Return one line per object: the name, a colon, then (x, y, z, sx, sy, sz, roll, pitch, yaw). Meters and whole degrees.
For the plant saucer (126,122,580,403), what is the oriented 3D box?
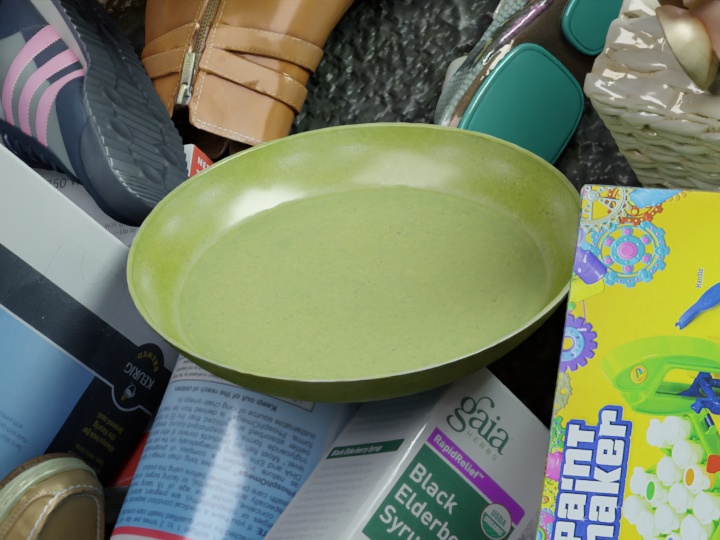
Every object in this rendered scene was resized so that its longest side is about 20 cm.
plant saucer: (0.000, 0.000, 1.213, 0.200, 0.031, 0.200, -4, 34, 3)

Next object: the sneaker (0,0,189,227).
sneaker: (-0.143, -0.068, 1.382, 0.082, 0.070, 0.200, -46, 36, 15)

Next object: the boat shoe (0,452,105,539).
boat shoe: (-0.147, 0.180, 1.269, 0.076, 0.072, 0.200, 41, 124, 42)

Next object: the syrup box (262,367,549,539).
syrup box: (0.003, 0.136, 1.182, 0.200, 0.079, 0.081, -52, 17, -22)

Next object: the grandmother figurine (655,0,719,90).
grandmother figurine: (0.208, -0.140, 1.090, 0.200, 0.061, 0.121, -28, 64, 15)

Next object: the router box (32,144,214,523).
router box: (-0.168, 0.038, 1.401, 0.200, 0.049, 0.180, -7, 63, 25)

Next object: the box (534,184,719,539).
box: (0.170, 0.086, 1.061, 0.192, 0.122, 0.200, 4, 64, 13)

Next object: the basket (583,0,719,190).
basket: (0.231, -0.095, 1.187, 0.200, 0.161, 0.198, 16, 73, 31)

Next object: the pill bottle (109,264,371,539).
pill bottle: (-0.050, 0.106, 1.266, 0.109, 0.109, 0.200, 10, 71, 32)

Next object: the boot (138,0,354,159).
boot: (-0.025, -0.129, 1.398, 0.200, 0.074, 0.155, -4, 62, 40)

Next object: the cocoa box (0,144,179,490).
cocoa box: (-0.189, 0.014, 1.269, 0.133, 0.200, 0.131, 27, 81, 35)

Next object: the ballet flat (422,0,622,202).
ballet flat: (0.082, -0.106, 1.338, 0.071, 0.069, 0.200, 18, 70, 52)
